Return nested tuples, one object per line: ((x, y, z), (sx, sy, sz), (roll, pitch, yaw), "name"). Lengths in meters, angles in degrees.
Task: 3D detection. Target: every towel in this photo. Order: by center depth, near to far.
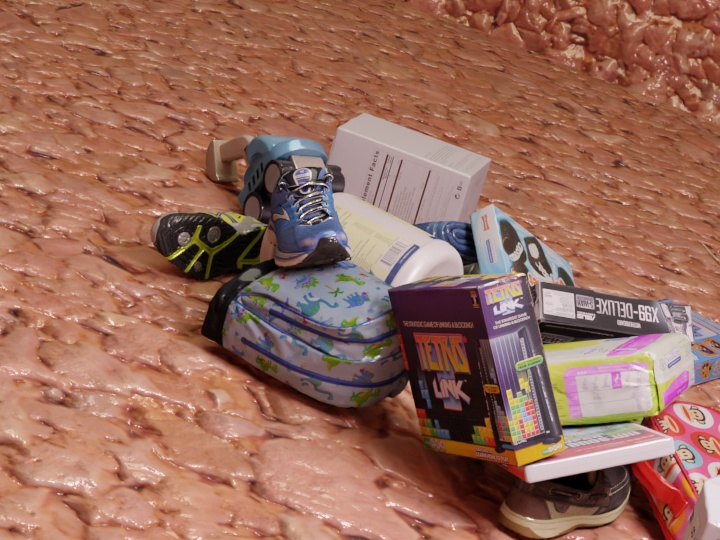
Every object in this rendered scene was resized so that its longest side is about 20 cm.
((0.056, -0.023, 1.952), (0.199, 0.049, 0.111), (-7, -9, 40), "towel")

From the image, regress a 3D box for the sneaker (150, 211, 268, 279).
((-0.177, -0.034, 1.913), (0.076, 0.076, 0.199), (23, 8, 38), "sneaker")

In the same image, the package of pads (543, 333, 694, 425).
((0.222, 0.111, 1.643), (0.199, 0.069, 0.154), (-7, 3, 25), "package of pads")

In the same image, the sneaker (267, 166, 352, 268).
((-0.060, -0.058, 1.694), (0.078, 0.090, 0.200), (-8, 17, -14), "sneaker")

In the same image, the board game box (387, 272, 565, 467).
((0.105, 0.090, 1.529), (0.056, 0.167, 0.200), (-17, 5, -22), "board game box")

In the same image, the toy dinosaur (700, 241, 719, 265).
((0.600, 0.022, 2.447), (0.199, 0.059, 0.101), (22, 3, -11), "toy dinosaur")

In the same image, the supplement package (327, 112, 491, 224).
((0.060, -0.122, 2.257), (0.199, 0.121, 0.121), (22, 21, 13), "supplement package")

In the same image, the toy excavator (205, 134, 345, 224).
((-0.124, -0.134, 2.145), (0.099, 0.195, 0.201), (3, 52, -34), "toy excavator")

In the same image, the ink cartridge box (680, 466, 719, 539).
((0.279, 0.243, 1.389), (0.047, 0.161, 0.200), (18, 19, 1), "ink cartridge box")

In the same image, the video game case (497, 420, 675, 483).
((0.197, 0.165, 1.552), (0.142, 0.018, 0.200), (-10, 4, -10), "video game case")

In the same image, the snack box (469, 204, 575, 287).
((0.199, 0.013, 1.917), (0.200, 0.037, 0.117), (32, 42, -50), "snack box")

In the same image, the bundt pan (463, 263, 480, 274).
((0.153, 0.007, 2.055), (0.200, 0.076, 0.202), (14, 19, -5), "bundt pan")

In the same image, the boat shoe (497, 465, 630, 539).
((0.208, 0.206, 1.572), (0.073, 0.065, 0.199), (29, 23, 29), "boat shoe")

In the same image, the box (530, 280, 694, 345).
((0.250, 0.075, 1.848), (0.199, 0.158, 0.050), (9, 64, -22), "box")

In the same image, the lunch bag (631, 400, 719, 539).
((0.348, 0.213, 1.609), (0.175, 0.082, 0.200), (13, 30, -19), "lunch bag")

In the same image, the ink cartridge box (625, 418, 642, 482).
((0.259, 0.158, 1.790), (0.119, 0.042, 0.200), (20, 18, 8), "ink cartridge box")

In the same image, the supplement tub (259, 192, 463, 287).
((0.000, 0.000, 1.839), (0.199, 0.146, 0.145), (28, 22, 29), "supplement tub")

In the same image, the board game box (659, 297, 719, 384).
((0.401, 0.091, 2.092), (0.151, 0.037, 0.199), (31, 23, 34), "board game box")

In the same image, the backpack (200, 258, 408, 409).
((-0.035, 0.061, 1.677), (0.163, 0.154, 0.200), (-17, 51, -45), "backpack")
